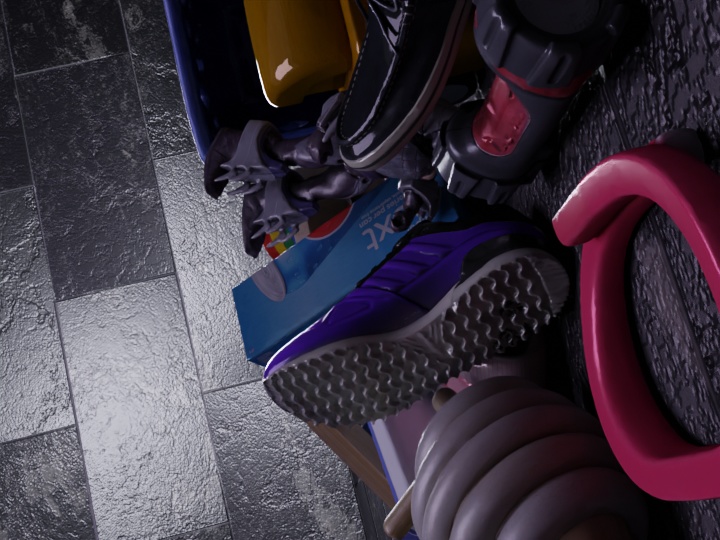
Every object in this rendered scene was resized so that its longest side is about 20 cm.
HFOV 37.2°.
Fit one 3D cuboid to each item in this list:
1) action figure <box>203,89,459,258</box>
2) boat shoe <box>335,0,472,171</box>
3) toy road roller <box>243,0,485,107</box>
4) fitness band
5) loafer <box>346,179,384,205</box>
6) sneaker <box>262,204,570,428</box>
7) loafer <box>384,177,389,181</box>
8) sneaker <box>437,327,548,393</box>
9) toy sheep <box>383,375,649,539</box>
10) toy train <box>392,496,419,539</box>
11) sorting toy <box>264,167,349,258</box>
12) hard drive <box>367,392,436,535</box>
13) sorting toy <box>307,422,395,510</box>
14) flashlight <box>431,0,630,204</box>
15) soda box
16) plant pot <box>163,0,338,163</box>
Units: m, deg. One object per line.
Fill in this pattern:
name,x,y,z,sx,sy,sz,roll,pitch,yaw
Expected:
action figure,-0.006,-0.069,0.701,0.130,0.198,0.070,45,-135,-40
boat shoe,0.024,-0.146,0.541,0.202,0.062,0.075,-66,27,25
toy road roller,0.002,-0.171,0.677,0.200,0.144,0.124,110,146,-77
fitness band,0.132,0.024,0.457,0.200,0.037,0.145,103,150,-77
loafer,0.017,-0.104,0.973,0.201,0.072,0.072,86,171,-51
sneaker,0.029,0.022,0.672,0.070,0.198,0.100,56,-166,-37
loafer,0.048,-0.034,0.895,0.201,0.062,0.072,87,168,-54
sneaker,0.080,0.045,0.753,0.201,0.074,0.106,-121,21,-60
toy sheep,0.086,0.129,0.603,0.200,0.137,0.139,47,153,48
toy train,0.059,0.254,0.802,0.084,0.115,0.202,15,80,53
sorting toy,-0.039,-0.012,1.200,0.200,0.069,0.202,-18,-84,-67
hard drive,0.067,0.121,0.778,0.026,0.130,0.201,-64,25,24
sorting toy,0.038,0.184,1.053,0.200,0.070,0.199,44,168,10
flashlight,0.074,-0.091,0.540,0.068,0.068,0.200,54,165,9
soda box,0.000,0.000,0.794,0.064,0.199,0.068,30,-146,-48
plant pot,-0.085,-0.233,1.097,0.180,0.197,0.203,-109,7,-78
